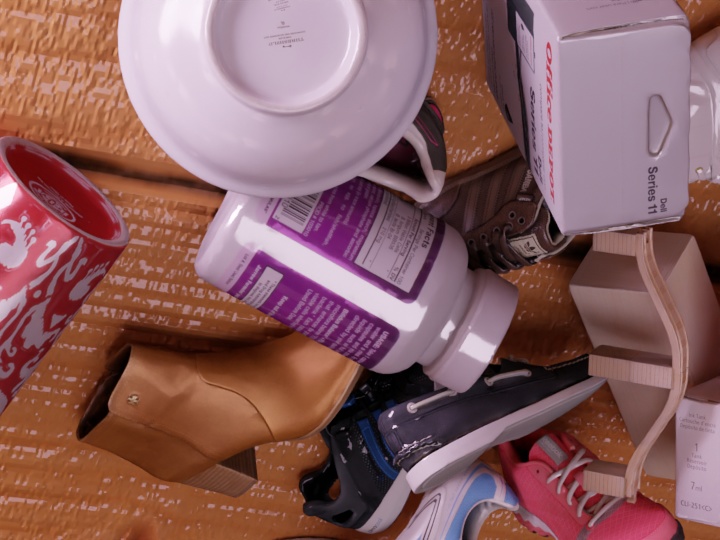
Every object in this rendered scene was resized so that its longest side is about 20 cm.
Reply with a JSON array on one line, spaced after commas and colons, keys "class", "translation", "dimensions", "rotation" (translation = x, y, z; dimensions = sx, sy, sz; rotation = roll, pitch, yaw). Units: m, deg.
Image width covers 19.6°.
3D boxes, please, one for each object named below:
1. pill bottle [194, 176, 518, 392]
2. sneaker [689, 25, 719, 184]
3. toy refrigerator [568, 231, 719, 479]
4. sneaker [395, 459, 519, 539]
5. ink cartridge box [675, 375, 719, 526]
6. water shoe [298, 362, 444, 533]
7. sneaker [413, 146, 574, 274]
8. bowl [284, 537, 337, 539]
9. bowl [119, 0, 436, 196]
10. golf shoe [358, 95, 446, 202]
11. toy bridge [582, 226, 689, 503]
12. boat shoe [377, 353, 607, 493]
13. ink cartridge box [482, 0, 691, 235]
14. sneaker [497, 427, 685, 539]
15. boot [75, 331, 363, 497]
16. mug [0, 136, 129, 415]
[{"class": "pill bottle", "translation": [0.000, 0.000, 1.391], "dimensions": [0.200, 0.112, 0.112], "rotation": [29, 114, -8]}, {"class": "sneaker", "translation": [0.258, -0.073, 1.462], "dimensions": [0.116, 0.074, 0.200], "rotation": [-25, 113, 6]}, {"class": "toy refrigerator", "translation": [0.227, 0.063, 1.532], "dimensions": [0.076, 0.070, 0.200], "rotation": [5, 136, 37]}, {"class": "sneaker", "translation": [0.044, 0.231, 1.554], "dimensions": [0.200, 0.072, 0.072], "rotation": [-56, 156, -4]}, {"class": "ink cartridge box", "translation": [0.300, 0.076, 1.524], "dimensions": [0.200, 0.045, 0.176], "rotation": [-15, 109, -49]}, {"class": "water shoe", "translation": [0.011, 0.111, 1.524], "dimensions": [0.079, 0.072, 0.200], "rotation": [10, 120, -17]}, {"class": "sneaker", "translation": [0.099, -0.033, 1.446], "dimensions": [0.200, 0.076, 0.070], "rotation": [-36, 124, 11]}, {"class": "bowl", "translation": [-0.046, 0.313, 1.633], "dimensions": [0.201, 0.090, 0.201], "rotation": [-6, 125, -9]}, {"class": "bowl", "translation": [-0.047, -0.143, 1.269], "dimensions": [0.201, 0.090, 0.201], "rotation": [-1, 95, -6]}, {"class": "golf shoe", "translation": [-0.020, -0.115, 1.357], "dimensions": [0.200, 0.088, 0.077], "rotation": [28, 114, -26]}, {"class": "toy bridge", "translation": [0.192, 0.067, 1.441], "dimensions": [0.067, 0.027, 0.200], "rotation": [8, 108, 26]}, {"class": "boat shoe", "translation": [0.097, 0.090, 1.466], "dimensions": [0.200, 0.060, 0.076], "rotation": [-21, 162, -43]}, {"class": "ink cartridge box", "translation": [0.138, -0.136, 1.311], "dimensions": [0.083, 0.200, 0.147], "rotation": [-10, 124, -7]}, {"class": "sneaker", "translation": [0.155, 0.164, 1.526], "dimensions": [0.074, 0.200, 0.087], "rotation": [-37, 116, -16]}, {"class": "boot", "translation": [-0.098, 0.077, 1.473], "dimensions": [0.144, 0.071, 0.201], "rotation": [26, 119, -30]}, {"class": "mug", "translation": [-0.268, 0.011, 1.356], "dimensions": [0.177, 0.133, 0.200], "rotation": [33, 107, -31]}]
